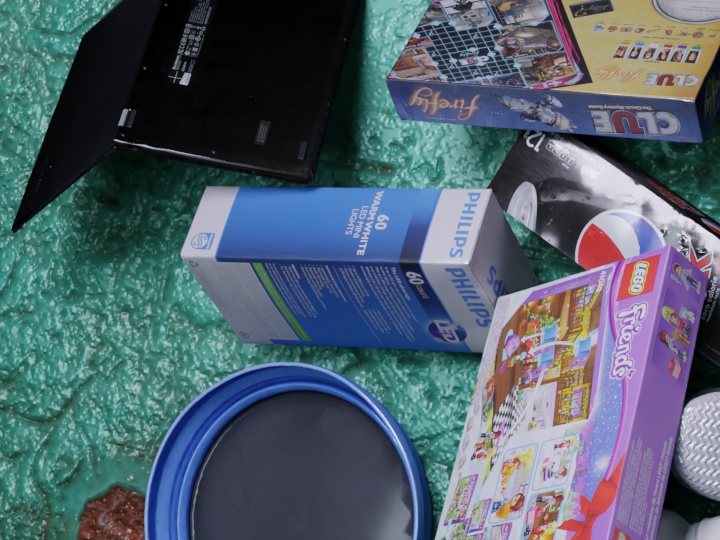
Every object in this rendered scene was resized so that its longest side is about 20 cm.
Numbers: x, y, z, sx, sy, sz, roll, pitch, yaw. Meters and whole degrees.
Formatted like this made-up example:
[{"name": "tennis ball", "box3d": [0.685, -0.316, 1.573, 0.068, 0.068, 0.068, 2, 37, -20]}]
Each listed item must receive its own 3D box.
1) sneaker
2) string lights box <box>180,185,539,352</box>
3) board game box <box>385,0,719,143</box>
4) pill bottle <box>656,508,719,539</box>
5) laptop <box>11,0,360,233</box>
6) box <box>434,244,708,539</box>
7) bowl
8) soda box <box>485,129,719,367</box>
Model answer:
[{"name": "sneaker", "box3d": [0.262, 0.111, 1.293, 0.199, 0.115, 0.076, 15, 90, -7]}, {"name": "string lights box", "box3d": [0.000, 0.000, 1.412, 0.199, 0.103, 0.059, 2, 56, 26]}, {"name": "board game box", "box3d": [0.132, -0.140, 1.370, 0.199, 0.035, 0.136, 7, 47, 27]}, {"name": "pill bottle", "box3d": [0.139, 0.204, 1.286, 0.199, 0.109, 0.110, -22, 74, 23]}, {"name": "laptop", "box3d": [-0.114, -0.112, 1.490, 0.199, 0.116, 0.188, 11, 52, 3]}, {"name": "box", "box3d": [0.116, 0.091, 1.266, 0.137, 0.039, 0.201, -19, 45, 44]}, {"name": "bowl", "box3d": [-0.046, 0.161, 1.454, 0.200, 0.039, 0.202, -4, 81, 25]}, {"name": "soda box", "box3d": [0.175, -0.016, 1.352, 0.200, 0.071, 0.064, 37, 103, 26]}]
